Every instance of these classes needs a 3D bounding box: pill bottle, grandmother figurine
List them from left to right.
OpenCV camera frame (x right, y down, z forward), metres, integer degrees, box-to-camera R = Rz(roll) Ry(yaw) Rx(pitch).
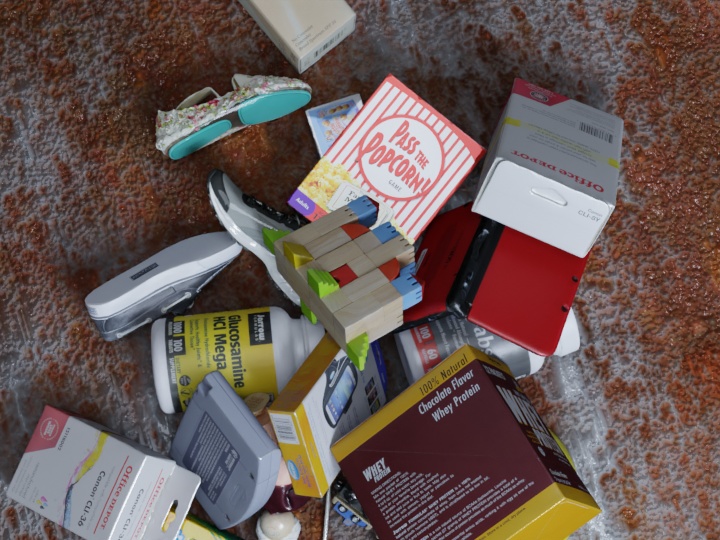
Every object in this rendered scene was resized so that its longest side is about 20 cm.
[{"bbox_3d":[-0.139,0.102,1.525,0.200,0.112,0.113,-7,85,-3],"label":"pill bottle"},{"bbox_3d":[-0.104,0.239,1.505,0.121,0.061,0.200,13,122,31],"label":"grandmother figurine"},{"bbox_3d":[0.147,0.079,1.537,0.200,0.116,0.116,-18,86,-4],"label":"pill bottle"}]

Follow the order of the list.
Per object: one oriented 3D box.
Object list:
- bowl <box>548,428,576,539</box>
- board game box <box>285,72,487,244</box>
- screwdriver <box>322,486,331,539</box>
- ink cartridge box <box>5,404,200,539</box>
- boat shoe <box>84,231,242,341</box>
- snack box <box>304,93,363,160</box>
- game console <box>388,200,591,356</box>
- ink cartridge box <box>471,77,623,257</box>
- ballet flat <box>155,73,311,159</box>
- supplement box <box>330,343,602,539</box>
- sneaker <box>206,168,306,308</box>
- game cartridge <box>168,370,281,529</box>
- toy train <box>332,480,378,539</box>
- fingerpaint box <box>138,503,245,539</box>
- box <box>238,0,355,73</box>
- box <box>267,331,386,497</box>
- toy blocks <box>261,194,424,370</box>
[{"bbox_3d":[0.168,0.263,1.526,0.200,0.108,0.201,0,84,-3],"label":"bowl"},{"bbox_3d":[0.031,-0.110,1.559,0.151,0.046,0.200,38,85,1],"label":"board game box"},{"bbox_3d":[-0.036,0.244,1.558,0.028,0.029,0.200,5,83,-2],"label":"screwdriver"},{"bbox_3d":[-0.293,0.245,1.487,0.200,0.067,0.117,20,83,27],"label":"ink cartridge box"},{"bbox_3d":[-0.226,0.021,1.555,0.200,0.072,0.068,-30,121,-18],"label":"boat shoe"},{"bbox_3d":[-0.004,-0.111,1.594,0.072,0.024,0.200,-18,86,-3],"label":"snack box"},{"bbox_3d":[0.147,0.015,1.508,0.119,0.172,0.200,48,46,-22],"label":"game console"},{"bbox_3d":[0.220,-0.123,1.518,0.145,0.200,0.084,23,127,-1],"label":"ink cartridge box"},{"bbox_3d":[-0.160,-0.201,1.575,0.200,0.076,0.064,-23,70,-8],"label":"ballet flat"},{"bbox_3d":[0.113,0.226,1.411,0.197,0.133,0.200,-39,61,13],"label":"supplement box"},{"bbox_3d":[-0.105,-0.049,1.546,0.079,0.074,0.200,-41,102,13],"label":"sneaker"},{"bbox_3d":[-0.152,0.211,1.469,0.041,0.200,0.133,-24,69,-32],"label":"game cartridge"},{"bbox_3d":[0.042,0.323,1.551,0.200,0.034,0.046,40,114,1],"label":"toy train"},{"bbox_3d":[-0.206,0.394,1.514,0.167,0.073,0.200,27,84,1],"label":"fingerpaint box"},{"bbox_3d":[-0.103,-0.350,1.585,0.095,0.078,0.200,-41,88,-5],"label":"box"},{"bbox_3d":[-0.030,0.145,1.468,0.041,0.200,0.119,1,122,27],"label":"box"},{"bbox_3d":[0.000,0.000,1.465,0.137,0.100,0.200,-28,54,-19],"label":"toy blocks"}]
